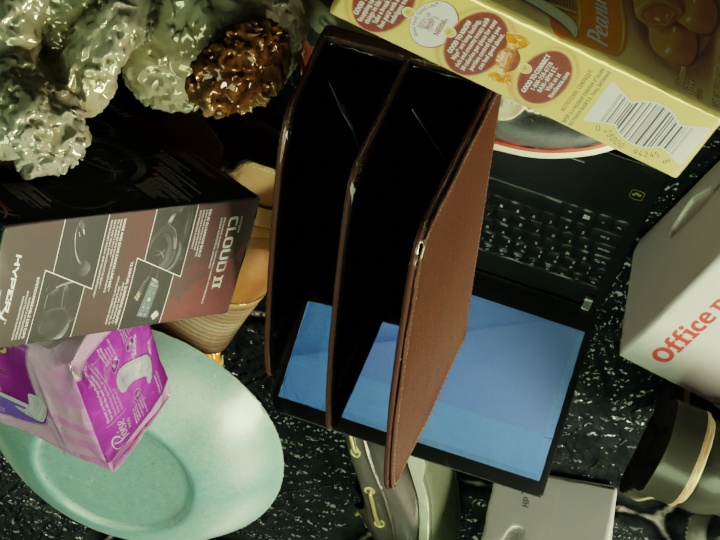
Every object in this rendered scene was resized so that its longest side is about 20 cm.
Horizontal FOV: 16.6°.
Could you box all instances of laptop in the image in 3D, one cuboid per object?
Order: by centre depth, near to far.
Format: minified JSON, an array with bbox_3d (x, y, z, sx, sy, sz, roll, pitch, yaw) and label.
[{"bbox_3d":[0.060,0.011,1.427,0.176,0.104,0.201,18,138,-4],"label":"laptop"}]

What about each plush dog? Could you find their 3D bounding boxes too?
[{"bbox_3d":[-0.111,-0.139,1.288,0.171,0.200,0.161,10,112,-5],"label":"plush dog"}]

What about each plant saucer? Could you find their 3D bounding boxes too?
[{"bbox_3d":[-0.148,0.114,1.531,0.200,0.039,0.202,11,136,10],"label":"plant saucer"}]

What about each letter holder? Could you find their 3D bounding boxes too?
[{"bbox_3d":[0.000,0.000,1.303,0.100,0.143,0.201,16,137,10],"label":"letter holder"}]

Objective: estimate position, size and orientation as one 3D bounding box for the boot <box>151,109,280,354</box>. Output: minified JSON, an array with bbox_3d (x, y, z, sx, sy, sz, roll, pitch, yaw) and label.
[{"bbox_3d":[-0.133,-0.051,1.453,0.199,0.074,0.155,23,130,-6],"label":"boot"}]

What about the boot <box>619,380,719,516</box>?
[{"bbox_3d":[0.229,0.127,1.439,0.138,0.200,0.078,24,98,2],"label":"boot"}]

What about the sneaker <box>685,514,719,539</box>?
[{"bbox_3d":[0.299,0.224,1.612,0.099,0.070,0.200,-20,128,30],"label":"sneaker"}]

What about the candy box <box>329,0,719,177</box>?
[{"bbox_3d":[0.092,-0.141,1.244,0.199,0.116,0.055,25,137,-11],"label":"candy box"}]

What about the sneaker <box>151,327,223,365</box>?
[{"bbox_3d":[-0.191,0.066,1.582,0.199,0.078,0.079,3,138,15],"label":"sneaker"}]

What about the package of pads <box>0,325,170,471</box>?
[{"bbox_3d":[-0.213,0.027,1.428,0.199,0.076,0.121,23,150,25],"label":"package of pads"}]

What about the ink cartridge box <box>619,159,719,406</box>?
[{"bbox_3d":[0.267,0.025,1.395,0.199,0.085,0.146,25,138,-13],"label":"ink cartridge box"}]

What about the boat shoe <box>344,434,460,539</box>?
[{"bbox_3d":[0.025,0.136,1.601,0.060,0.072,0.202,5,130,17],"label":"boat shoe"}]

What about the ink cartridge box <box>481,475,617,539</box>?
[{"bbox_3d":[0.114,0.252,1.638,0.085,0.147,0.201,10,138,7],"label":"ink cartridge box"}]

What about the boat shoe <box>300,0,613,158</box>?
[{"bbox_3d":[0.062,-0.112,1.323,0.199,0.071,0.063,12,136,10],"label":"boat shoe"}]

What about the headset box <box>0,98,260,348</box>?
[{"bbox_3d":[-0.165,-0.033,1.323,0.149,0.199,0.078,34,116,34],"label":"headset box"}]
